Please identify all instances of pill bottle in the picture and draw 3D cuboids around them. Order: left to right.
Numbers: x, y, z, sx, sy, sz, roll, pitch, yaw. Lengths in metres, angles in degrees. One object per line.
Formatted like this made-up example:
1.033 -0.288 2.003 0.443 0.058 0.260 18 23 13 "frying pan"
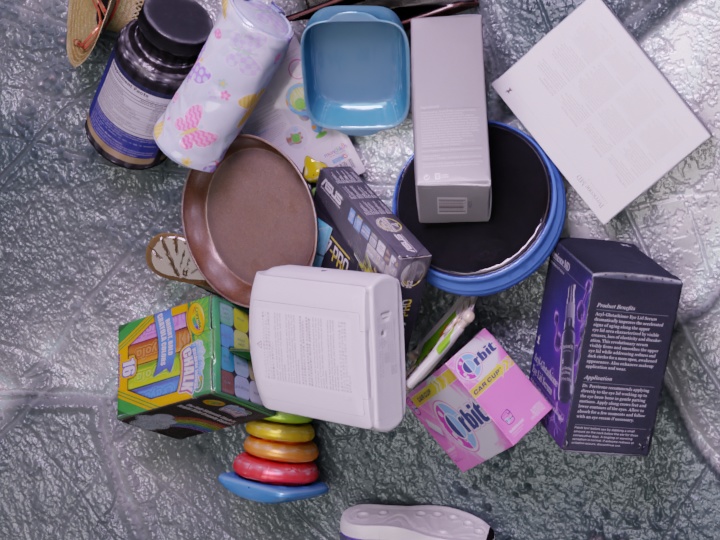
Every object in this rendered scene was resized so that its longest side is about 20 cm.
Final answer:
-0.243 -0.222 1.641 0.112 0.112 0.201 40 132 7 "pill bottle"

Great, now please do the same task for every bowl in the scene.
0.128 -0.074 1.563 0.198 0.039 0.204 -6 70 16 "bowl"

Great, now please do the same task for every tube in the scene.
-0.111 -0.073 1.659 0.199 0.050 0.078 40 135 27 "tube"

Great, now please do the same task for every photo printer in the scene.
-0.043 0.080 1.530 0.198 0.069 0.169 5 101 42 "photo printer"

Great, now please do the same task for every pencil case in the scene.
-0.154 -0.207 1.549 0.090 0.083 0.201 36 116 6 "pencil case"

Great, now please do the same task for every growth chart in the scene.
0.086 0.081 1.582 0.018 0.200 0.145 40 103 -1 "growth chart"

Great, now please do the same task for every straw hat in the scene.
-0.281 -0.330 1.674 0.084 0.201 0.203 12 111 -27 "straw hat"

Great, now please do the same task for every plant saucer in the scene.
-0.122 -0.058 1.626 0.198 0.034 0.203 9 106 33 "plant saucer"

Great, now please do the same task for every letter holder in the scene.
0.010 -0.308 1.548 0.198 0.142 0.102 -15 96 21 "letter holder"

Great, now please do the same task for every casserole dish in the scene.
-0.004 -0.226 1.553 0.119 0.039 0.201 0 145 3 "casserole dish"

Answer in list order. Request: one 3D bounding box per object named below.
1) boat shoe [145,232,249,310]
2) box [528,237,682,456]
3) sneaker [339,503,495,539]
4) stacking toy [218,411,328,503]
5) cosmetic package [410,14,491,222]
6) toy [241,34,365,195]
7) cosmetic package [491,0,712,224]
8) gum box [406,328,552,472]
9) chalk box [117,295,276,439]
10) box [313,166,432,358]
-0.163 -0.002 1.719 0.198 0.065 0.074 21 97 -5 "boat shoe"
0.260 0.080 1.527 0.103 0.148 0.203 4 104 -11 "box"
0.067 0.369 1.715 0.197 0.081 0.149 4 111 15 "sneaker"
-0.096 0.177 1.723 0.115 0.109 0.203 7 92 33 "stacking toy"
0.097 -0.163 1.518 0.089 0.107 0.203 0 71 5 "cosmetic package"
-0.084 -0.185 1.660 0.114 0.047 0.202 -25 97 18 "toy"
0.263 -0.176 1.534 0.150 0.052 0.201 -39 87 17 "cosmetic package"
0.126 0.152 1.590 0.066 0.200 0.114 -39 85 -21 "gum box"
-0.179 0.113 1.680 0.198 0.124 0.126 -17 64 29 "chalk box"
0.000 0.000 1.596 0.200 0.049 0.163 50 134 45 "box"
